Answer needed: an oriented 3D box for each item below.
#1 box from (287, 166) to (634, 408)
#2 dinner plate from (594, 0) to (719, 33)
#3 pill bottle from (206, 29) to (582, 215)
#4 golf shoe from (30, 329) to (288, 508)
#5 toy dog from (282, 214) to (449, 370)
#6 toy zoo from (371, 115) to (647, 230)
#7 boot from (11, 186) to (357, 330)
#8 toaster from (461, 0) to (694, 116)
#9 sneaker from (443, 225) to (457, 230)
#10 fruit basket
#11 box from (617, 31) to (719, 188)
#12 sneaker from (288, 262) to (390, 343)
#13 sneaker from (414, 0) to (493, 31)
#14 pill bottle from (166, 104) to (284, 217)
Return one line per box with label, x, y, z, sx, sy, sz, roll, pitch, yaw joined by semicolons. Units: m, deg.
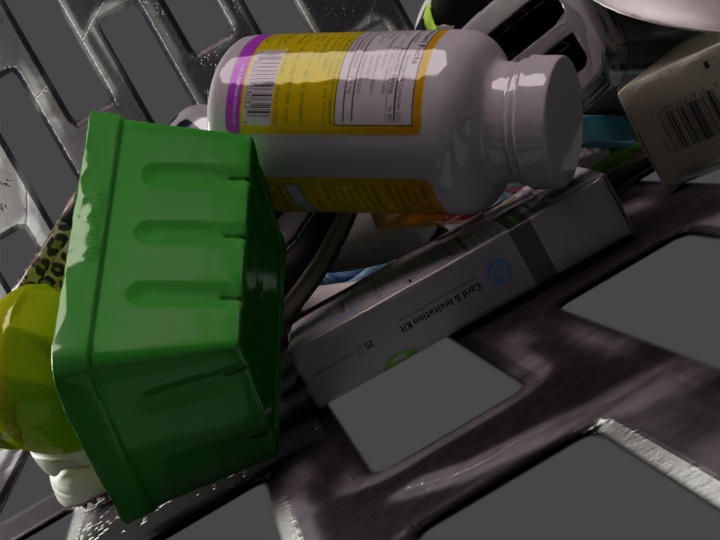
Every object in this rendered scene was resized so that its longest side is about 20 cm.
box;0.053;0.004;1.019;0.200;0.041;0.156;-28;5;1
dinner plate;0.230;-0.184;1.051;0.199;0.024;0.200;0;28;0
pill bottle;0.021;-0.084;0.989;0.199;0.105;0.104;3;20;24
golf shoe;-0.133;0.070;1.045;0.200;0.092;0.075;-32;14;27
toy dog;0.000;0.000;1.198;0.200;0.096;0.132;-44;9;2
toy zoo;0.095;-0.062;1.111;0.131;0.021;0.200;-29;-15;39
boot;-0.106;-0.016;1.086;0.204;0.154;0.074;-52;10;11
toaster;0.147;-0.140;1.166;0.129;0.114;0.200;-11;-18;-46
sneaker;0.085;-0.077;1.332;0.077;0.082;0.200;-24;8;40
fruit basket;-0.145;0.031;0.950;0.215;0.156;0.216;-8;46;8
box;0.241;-0.125;1.066;0.082;0.069;0.200;-22;9;42
sneaker;-0.048;-0.003;1.309;0.200;0.090;0.078;-31;6;-22
sneaker;0.057;-0.123;1.260;0.083;0.071;0.200;-78;11;-56
pill bottle;-0.111;-0.041;1.192;0.200;0.116;0.116;-46;8;-6
